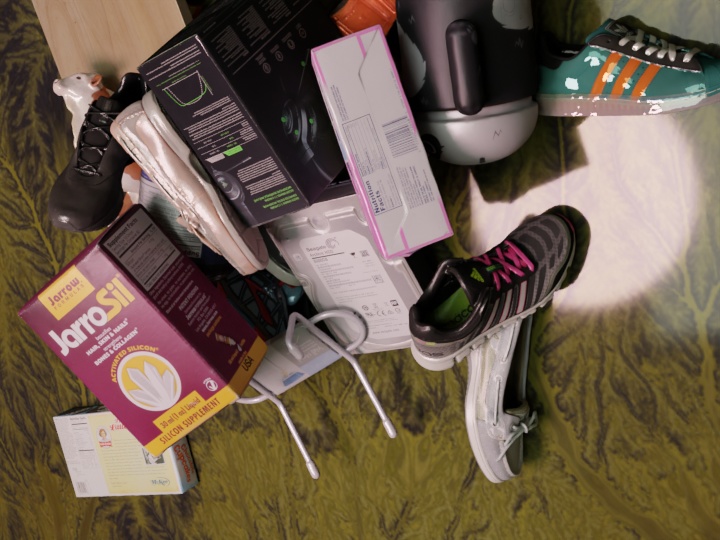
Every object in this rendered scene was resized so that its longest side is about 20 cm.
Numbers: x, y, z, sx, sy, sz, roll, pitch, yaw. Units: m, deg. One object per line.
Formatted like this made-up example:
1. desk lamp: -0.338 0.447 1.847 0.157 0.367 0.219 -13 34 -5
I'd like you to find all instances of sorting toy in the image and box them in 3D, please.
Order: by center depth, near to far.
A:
1. sorting toy: -0.270 -0.306 1.256 0.197 0.069 0.202 -19 93 34

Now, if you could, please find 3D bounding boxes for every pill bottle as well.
1. pill bottle: -0.179 -0.054 1.161 0.111 0.112 0.202 17 107 26

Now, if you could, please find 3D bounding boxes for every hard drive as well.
1. hard drive: 0.000 0.000 1.146 0.139 0.038 0.201 -9 125 32

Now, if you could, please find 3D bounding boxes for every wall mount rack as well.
1. wall mount rack: -0.059 0.133 1.199 0.199 0.075 0.174 -31 124 29

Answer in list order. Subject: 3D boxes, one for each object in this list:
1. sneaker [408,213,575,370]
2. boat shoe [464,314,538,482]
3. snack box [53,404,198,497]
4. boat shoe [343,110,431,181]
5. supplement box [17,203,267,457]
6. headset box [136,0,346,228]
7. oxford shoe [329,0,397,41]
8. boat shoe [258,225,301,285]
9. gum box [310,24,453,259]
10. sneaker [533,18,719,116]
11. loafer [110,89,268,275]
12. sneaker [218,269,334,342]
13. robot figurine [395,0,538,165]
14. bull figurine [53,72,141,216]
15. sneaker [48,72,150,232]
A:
1. sneaker: 0.122 0.012 1.053 0.199 0.088 0.074 -39 61 0
2. boat shoe: 0.148 0.116 1.119 0.064 0.074 0.205 1 96 31
3. snack box: -0.310 0.234 1.455 0.198 0.037 0.117 -9 100 33
4. boat shoe: 0.028 -0.094 1.136 0.067 0.072 0.200 26 132 -12
5. supplement box: -0.210 0.060 1.093 0.131 0.103 0.200 -36 102 27
6. headset box: -0.083 -0.166 1.062 0.092 0.175 0.201 -16 118 41
7. oxford shoe: 0.009 -0.251 1.108 0.071 0.073 0.200 41 141 -7
8. boat shoe: -0.120 -0.068 1.230 0.200 0.074 0.061 44 115 19
9. gum box: 0.019 -0.107 0.993 0.065 0.114 0.202 -20 95 -1
10. sneaker: 0.239 -0.181 0.976 0.198 0.071 0.081 2 109 33
11. loafer: -0.163 -0.076 1.070 0.062 0.072 0.201 -28 105 14
12. sneaker: -0.099 0.026 1.251 0.095 0.079 0.201 -32 96 28
13. robot figurine: 0.094 -0.196 0.997 0.124 0.149 0.202 7 111 44
14. bull figurine: -0.279 -0.126 1.245 0.065 0.122 0.200 8 150 46
15. sneaker: -0.263 -0.124 1.125 0.075 0.201 0.091 13 140 6
